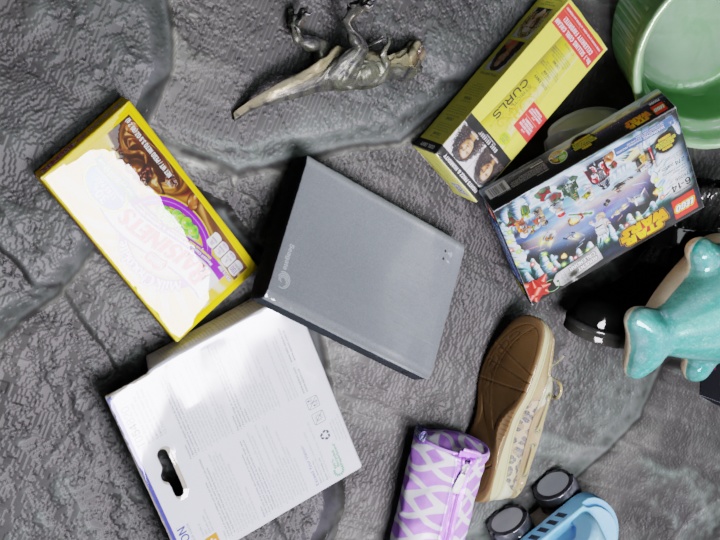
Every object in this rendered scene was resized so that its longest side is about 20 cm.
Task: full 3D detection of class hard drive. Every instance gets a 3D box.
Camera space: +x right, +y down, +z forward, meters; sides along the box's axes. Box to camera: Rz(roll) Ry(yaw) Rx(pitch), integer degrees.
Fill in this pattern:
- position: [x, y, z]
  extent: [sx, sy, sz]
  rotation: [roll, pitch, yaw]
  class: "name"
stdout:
- position: [0.000, 0.000, 1.428]
  extent: [0.199, 0.033, 0.141]
  rotation: [27, 69, -31]
  class: "hard drive"

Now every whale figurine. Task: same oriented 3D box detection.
- position: [0.343, 0.046, 1.515]
  extent: [0.199, 0.103, 0.160]
  rotation: [-23, 123, -34]
  class: "whale figurine"

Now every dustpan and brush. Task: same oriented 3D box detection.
- position: [0.268, -0.117, 1.560]
  extent: [0.199, 0.057, 0.141]
  rotation: [-23, 119, -14]
  class: "dustpan and brush"

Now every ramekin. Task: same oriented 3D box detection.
- position: [0.342, -0.229, 1.503]
  extent: [0.198, 0.098, 0.201]
  rotation: [-8, 125, -11]
  class: "ramekin"

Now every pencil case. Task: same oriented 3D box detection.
- position: [0.075, 0.255, 1.533]
  extent: [0.083, 0.085, 0.202]
  rotation: [5, 102, -30]
  class: "pencil case"

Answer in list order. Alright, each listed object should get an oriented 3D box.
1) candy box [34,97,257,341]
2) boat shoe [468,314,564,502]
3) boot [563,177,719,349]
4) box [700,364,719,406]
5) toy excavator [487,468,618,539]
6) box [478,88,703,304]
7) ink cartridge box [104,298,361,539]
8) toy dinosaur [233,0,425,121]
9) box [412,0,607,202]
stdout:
- position: [-0.183, -0.042, 1.346]
  extent: [0.102, 0.026, 0.200]
  rotation: [-41, 119, -9]
  class: "candy box"
- position: [0.157, 0.139, 1.558]
  extent: [0.062, 0.073, 0.201]
  rotation: [5, 112, -35]
  class: "boat shoe"
- position: [0.299, -0.014, 1.580]
  extent: [0.210, 0.079, 0.159]
  rotation: [-11, 116, -37]
  class: "boot"
- position: [0.452, 0.053, 1.652]
  extent: [0.114, 0.132, 0.202]
  rotation: [-9, 108, -24]
  class: "box"
- position: [0.205, 0.316, 1.552]
  extent: [0.194, 0.200, 0.100]
  rotation: [-36, 117, -15]
  class: "toy excavator"
- position: [0.225, -0.068, 1.484]
  extent: [0.199, 0.040, 0.137]
  rotation: [-30, 133, -1]
  class: "box"
- position: [-0.118, 0.144, 1.422]
  extent: [0.199, 0.041, 0.201]
  rotation: [-28, 114, -19]
  class: "ink cartridge box"
- position: [-0.024, -0.195, 1.380]
  extent: [0.198, 0.047, 0.089]
  rotation: [-16, 117, -20]
  class: "toy dinosaur"
- position: [0.143, -0.165, 1.473]
  extent: [0.200, 0.050, 0.075]
  rotation: [-49, 120, -9]
  class: "box"
